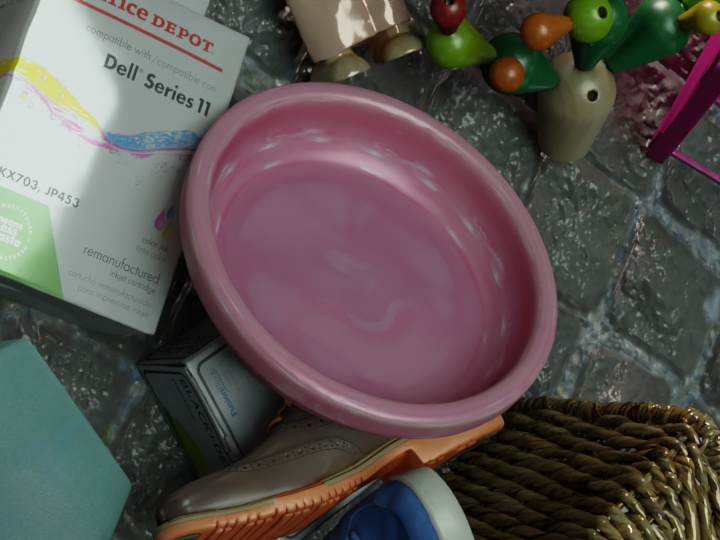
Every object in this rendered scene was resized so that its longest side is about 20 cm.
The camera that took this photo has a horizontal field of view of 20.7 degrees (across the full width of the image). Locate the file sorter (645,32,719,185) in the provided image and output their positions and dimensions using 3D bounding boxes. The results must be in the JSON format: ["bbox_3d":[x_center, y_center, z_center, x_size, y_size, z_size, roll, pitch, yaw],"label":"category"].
[{"bbox_3d":[0.284,-0.140,1.171,0.125,0.139,0.201,31,71,2],"label":"file sorter"}]

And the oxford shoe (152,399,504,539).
[{"bbox_3d":[-0.024,0.084,0.979,0.199,0.071,0.073,-19,78,-34],"label":"oxford shoe"}]

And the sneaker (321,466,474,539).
[{"bbox_3d":[-0.018,0.170,0.975,0.110,0.200,0.077,-19,71,-26],"label":"sneaker"}]

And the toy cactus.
[{"bbox_3d":[0.119,-0.130,1.098,0.199,0.166,0.103,-24,59,-23],"label":"toy cactus"}]

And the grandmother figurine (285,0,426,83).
[{"bbox_3d":[-0.035,-0.201,1.049,0.120,0.060,0.202,-24,98,-26],"label":"grandmother figurine"}]

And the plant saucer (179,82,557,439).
[{"bbox_3d":[0.000,0.000,0.971,0.199,0.051,0.202,16,49,-19],"label":"plant saucer"}]

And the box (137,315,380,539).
[{"bbox_3d":[-0.007,0.045,1.055,0.199,0.060,0.117,-37,107,-28],"label":"box"}]

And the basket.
[{"bbox_3d":[0.121,0.167,1.048,0.149,0.199,0.143,-45,110,-25],"label":"basket"}]

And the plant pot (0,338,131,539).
[{"bbox_3d":[-0.212,0.129,0.887,0.200,0.141,0.142,-45,111,-32],"label":"plant pot"}]

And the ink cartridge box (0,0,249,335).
[{"bbox_3d":[-0.132,-0.081,0.977,0.116,0.067,0.202,23,77,-29],"label":"ink cartridge box"}]
